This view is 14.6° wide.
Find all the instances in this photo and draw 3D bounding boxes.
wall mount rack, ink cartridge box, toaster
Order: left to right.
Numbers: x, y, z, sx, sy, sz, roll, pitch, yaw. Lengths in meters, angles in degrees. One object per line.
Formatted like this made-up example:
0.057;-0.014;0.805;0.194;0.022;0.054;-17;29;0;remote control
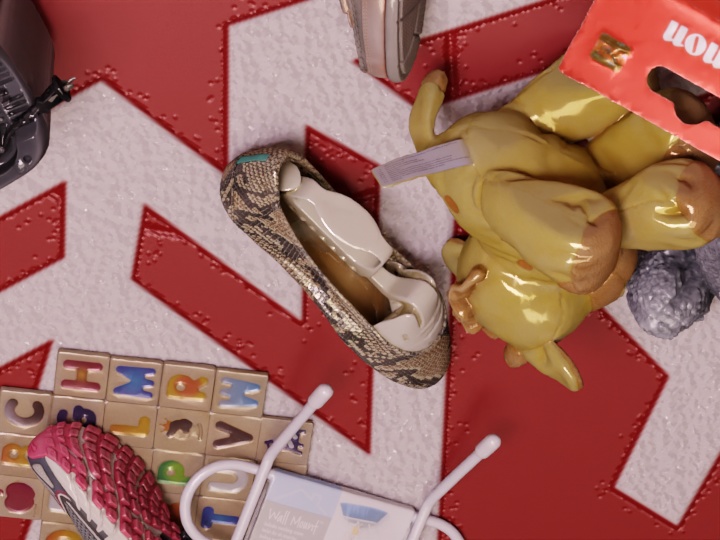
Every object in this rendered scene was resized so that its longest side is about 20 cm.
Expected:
-0.251;-0.104;1.587;0.200;0.129;0.114;-23;121;13;toaster
-0.006;0.154;1.784;0.200;0.075;0.174;17;104;-18;wall mount rack
0.219;-0.162;1.538;0.162;0.057;0.200;30;95;12;ink cartridge box

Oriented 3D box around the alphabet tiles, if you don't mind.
-0.135;0.127;1.806;0.200;0.006;0.167;7;122;-5;alphabet tiles

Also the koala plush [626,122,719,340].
0.262;0.009;1.627;0.177;0.200;0.184;13;121;-8;koala plush

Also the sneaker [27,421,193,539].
-0.153;0.181;1.790;0.075;0.081;0.200;-25;120;16;sneaker

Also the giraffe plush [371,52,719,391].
0.110;-0.019;1.645;0.200;0.173;0.162;-6;137;0;giraffe plush

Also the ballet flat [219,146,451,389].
0.000;0.000;1.687;0.200;0.068;0.075;45;148;-22;ballet flat

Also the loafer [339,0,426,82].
0.003;-0.204;1.574;0.063;0.072;0.200;8;117;14;loafer
